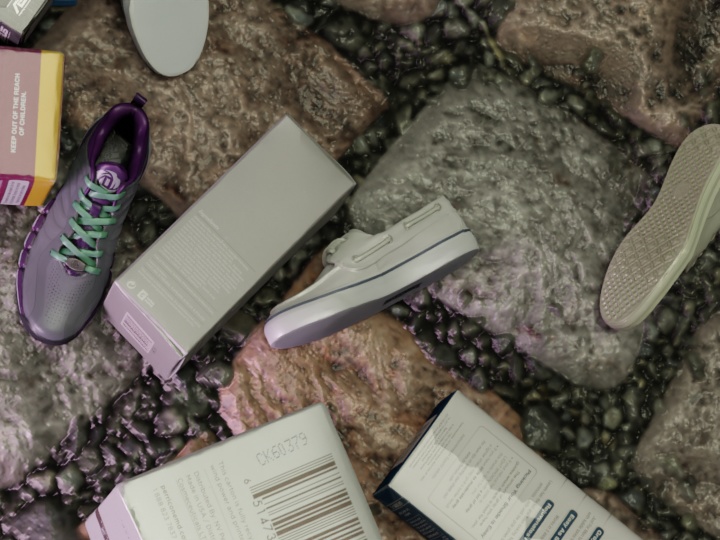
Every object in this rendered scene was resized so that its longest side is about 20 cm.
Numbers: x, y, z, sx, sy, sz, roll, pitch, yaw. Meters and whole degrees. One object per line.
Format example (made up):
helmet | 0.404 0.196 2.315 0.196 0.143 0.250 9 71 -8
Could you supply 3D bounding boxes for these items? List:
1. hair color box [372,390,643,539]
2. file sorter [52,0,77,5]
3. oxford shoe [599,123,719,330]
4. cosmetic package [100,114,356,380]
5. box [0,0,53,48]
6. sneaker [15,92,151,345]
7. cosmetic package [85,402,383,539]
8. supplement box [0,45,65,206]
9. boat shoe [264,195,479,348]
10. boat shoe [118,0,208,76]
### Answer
hair color box | 0.119 0.199 1.672 0.200 0.061 0.100 39 71 -1
file sorter | -0.322 -0.296 1.660 0.198 0.123 0.140 -2 76 -13
oxford shoe | 0.268 -0.030 1.767 0.058 0.075 0.201 45 68 -38
cosmetic package | -0.104 -0.018 1.651 0.200 0.107 0.090 -43 88 -17
box | -0.264 -0.292 1.581 0.158 0.048 0.201 34 76 -6
sneaker | -0.215 -0.043 1.639 0.074 0.088 0.201 19 72 -8
cosmetic package | -0.088 0.215 1.545 0.164 0.200 0.166 -21 81 -19
supplement box | -0.331 -0.114 1.602 0.198 0.131 0.104 4 83 -14
boat shoe | 0.000 0.000 1.696 0.199 0.074 0.066 -25 78 -28
boat shoe | -0.180 -0.257 1.715 0.071 0.068 0.202 -22 104 -25
